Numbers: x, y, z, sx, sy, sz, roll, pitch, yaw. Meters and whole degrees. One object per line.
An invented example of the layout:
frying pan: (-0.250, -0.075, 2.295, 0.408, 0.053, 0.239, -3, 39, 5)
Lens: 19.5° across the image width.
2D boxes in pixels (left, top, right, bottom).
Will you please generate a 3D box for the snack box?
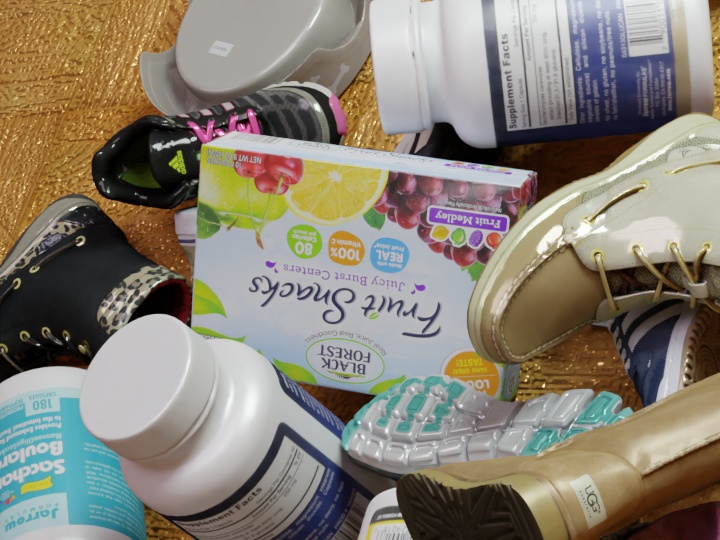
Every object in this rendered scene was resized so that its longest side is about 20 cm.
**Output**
snack box: (0.000, 0.000, 1.270, 0.199, 0.053, 0.143, 8, 107, 16)

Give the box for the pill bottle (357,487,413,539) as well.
pill bottle: (0.032, 0.228, 1.137, 0.111, 0.111, 0.201, -5, 57, 37)

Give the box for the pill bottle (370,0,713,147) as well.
pill bottle: (0.109, -0.134, 1.275, 0.199, 0.111, 0.111, -5, 52, 6)

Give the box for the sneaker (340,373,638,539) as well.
sneaker: (0.075, 0.118, 1.200, 0.199, 0.091, 0.078, 6, 40, 40)

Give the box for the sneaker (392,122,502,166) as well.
sneaker: (0.067, -0.050, 1.356, 0.200, 0.073, 0.112, -50, 44, 9)

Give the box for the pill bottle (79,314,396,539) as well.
pill bottle: (-0.074, 0.109, 1.247, 0.111, 0.200, 0.111, -22, 48, 26)

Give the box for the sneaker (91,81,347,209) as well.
sneaker: (-0.105, -0.081, 1.458, 0.199, 0.087, 0.074, -9, 98, 28)

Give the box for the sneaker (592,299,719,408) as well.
sneaker: (0.159, 0.035, 1.207, 0.108, 0.070, 0.201, -10, 47, 28)

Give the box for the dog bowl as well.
dog bowl: (-0.070, -0.181, 1.569, 0.200, 0.059, 0.201, -22, 47, 26)

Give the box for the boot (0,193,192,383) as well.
boot: (-0.220, 0.053, 1.509, 0.154, 0.073, 0.204, 31, 83, 45)

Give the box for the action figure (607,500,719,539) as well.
action figure: (0.192, 0.215, 1.051, 0.134, 0.148, 0.201, -46, 51, 51)

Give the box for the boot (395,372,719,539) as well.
boot: (0.137, 0.099, 1.067, 0.199, 0.066, 0.175, -22, 6, -24)

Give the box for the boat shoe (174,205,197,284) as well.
boat shoe: (-0.069, -0.014, 1.407, 0.072, 0.062, 0.200, -16, 9, -20)

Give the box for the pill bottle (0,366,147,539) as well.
pill bottle: (-0.195, 0.169, 1.370, 0.111, 0.111, 0.200, -31, 45, 18)

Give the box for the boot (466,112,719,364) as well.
boot: (0.169, 0.002, 1.119, 0.200, 0.072, 0.155, -36, 39, -17)
